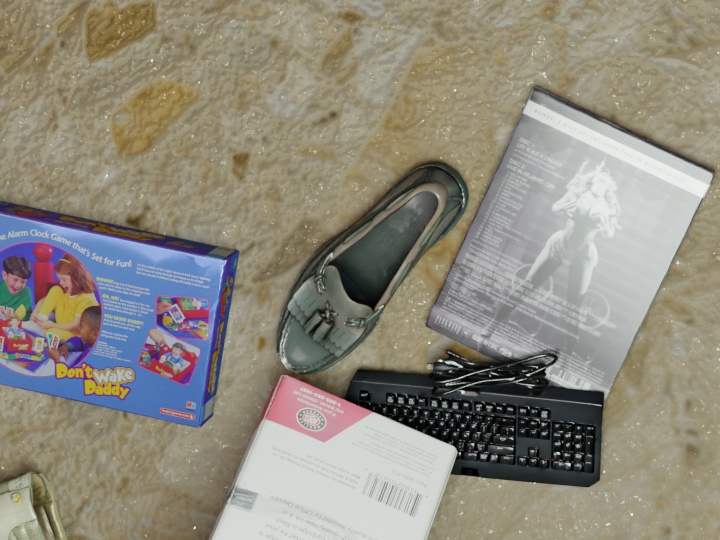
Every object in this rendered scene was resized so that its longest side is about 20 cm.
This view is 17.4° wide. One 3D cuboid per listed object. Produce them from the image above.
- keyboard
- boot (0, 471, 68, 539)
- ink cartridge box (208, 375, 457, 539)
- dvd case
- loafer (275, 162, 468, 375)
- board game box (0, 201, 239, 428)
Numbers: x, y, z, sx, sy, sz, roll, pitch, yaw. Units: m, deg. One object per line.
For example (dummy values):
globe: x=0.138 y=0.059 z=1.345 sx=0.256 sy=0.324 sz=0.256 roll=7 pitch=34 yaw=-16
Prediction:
keyboard: x=0.081 y=0.111 z=1.770 sx=0.200 sy=0.040 sz=0.104 roll=4 pitch=107 yaw=12
boot: x=-0.325 y=0.183 z=1.854 sx=0.155 sy=0.072 sz=0.200 roll=-25 pitch=99 yaw=14
ink cartridge box: x=-0.033 y=0.197 z=1.725 sx=0.146 sy=0.200 sz=0.083 roll=24 pitch=145 yaw=-1
dvd case: x=0.154 y=-0.015 z=1.755 sx=0.149 sy=0.016 sz=0.200 roll=26 pitch=104 yaw=6
loafer: x=0.000 y=0.000 z=1.763 sx=0.072 sy=0.063 sz=0.200 roll=41 pitch=104 yaw=2
board game box: x=-0.203 y=0.033 z=1.818 sx=0.200 sy=0.045 sz=0.135 roll=12 pitch=101 yaw=9
